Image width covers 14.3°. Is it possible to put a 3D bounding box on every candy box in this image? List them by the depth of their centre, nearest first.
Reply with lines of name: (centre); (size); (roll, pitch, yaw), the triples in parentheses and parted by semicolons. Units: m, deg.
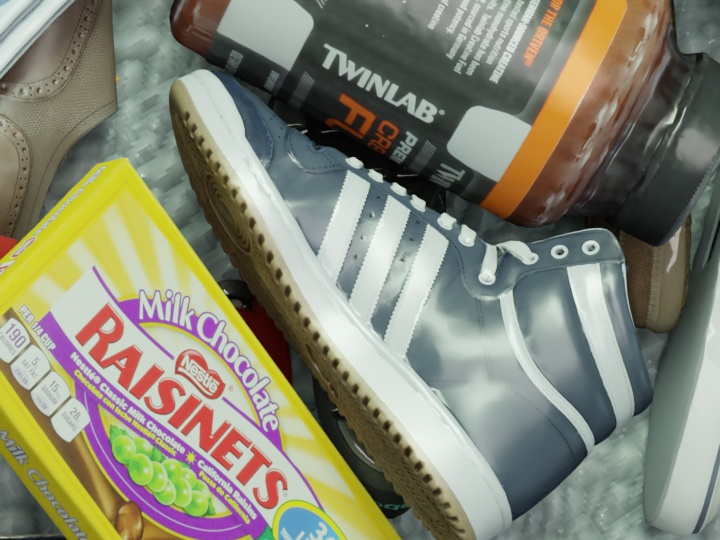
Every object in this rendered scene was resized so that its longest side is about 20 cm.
candy box: (-0.060, 0.069, 1.003); (0.200, 0.026, 0.102); (54, 50, -18)

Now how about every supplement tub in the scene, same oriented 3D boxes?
supplement tub: (0.038, -0.085, 1.047); (0.200, 0.107, 0.107); (28, 80, -2)

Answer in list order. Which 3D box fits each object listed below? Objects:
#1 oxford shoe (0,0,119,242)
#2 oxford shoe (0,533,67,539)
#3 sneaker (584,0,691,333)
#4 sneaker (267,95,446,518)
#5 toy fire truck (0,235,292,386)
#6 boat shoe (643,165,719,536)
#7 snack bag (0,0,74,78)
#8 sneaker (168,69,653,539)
oxford shoe: (-0.124, -0.096, 1.105); (0.073, 0.071, 0.200); (30, 76, -33)
oxford shoe: (-0.082, 0.138, 1.051); (0.200, 0.074, 0.071); (6, 53, 1)
sneaker: (0.089, -0.072, 1.136); (0.075, 0.070, 0.200); (-4, 79, 7)
sneaker: (0.000, 0.000, 1.105); (0.075, 0.079, 0.200); (-2, 66, -4)
toy fire truck: (-0.139, 0.039, 1.059); (0.200, 0.141, 0.049); (13, 58, -45)
boat shoe: (0.165, 0.013, 1.131); (0.070, 0.071, 0.200); (18, 75, -4)
snack bag: (-0.216, -0.104, 1.066); (0.189, 0.021, 0.200); (40, 82, 22)
sneaker: (0.022, -0.007, 1.026); (0.108, 0.070, 0.200); (-32, 77, -12)
